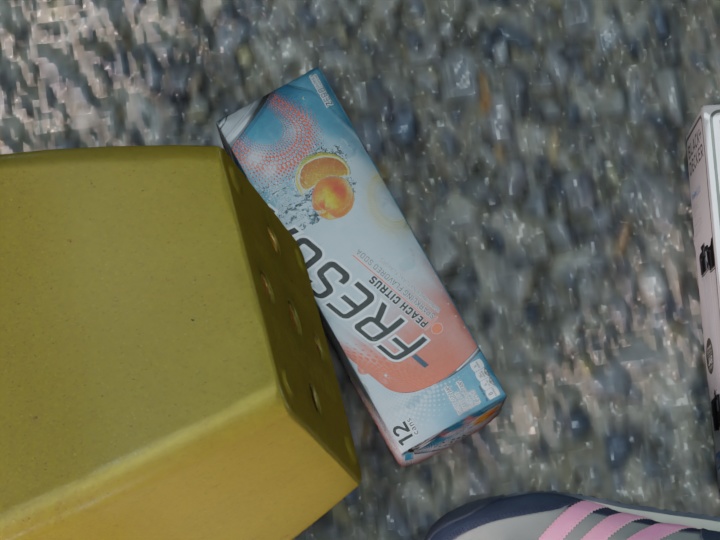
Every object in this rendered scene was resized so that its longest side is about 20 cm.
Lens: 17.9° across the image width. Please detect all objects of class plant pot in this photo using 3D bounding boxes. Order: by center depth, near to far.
[{"bbox_3d":[-0.111,0.050,1.074,0.176,0.200,0.201,-20,65,8],"label":"plant pot"}]

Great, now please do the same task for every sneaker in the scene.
[{"bbox_3d":[0.117,0.155,1.115,0.199,0.082,0.070,0,109,20],"label":"sneaker"}]

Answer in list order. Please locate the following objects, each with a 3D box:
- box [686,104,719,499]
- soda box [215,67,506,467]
[{"bbox_3d":[0.235,0.013,1.177,0.116,0.060,0.201,-2,78,1],"label":"box"},{"bbox_3d":[0.000,0.000,1.180,0.063,0.068,0.200,-29,80,-5],"label":"soda box"}]
